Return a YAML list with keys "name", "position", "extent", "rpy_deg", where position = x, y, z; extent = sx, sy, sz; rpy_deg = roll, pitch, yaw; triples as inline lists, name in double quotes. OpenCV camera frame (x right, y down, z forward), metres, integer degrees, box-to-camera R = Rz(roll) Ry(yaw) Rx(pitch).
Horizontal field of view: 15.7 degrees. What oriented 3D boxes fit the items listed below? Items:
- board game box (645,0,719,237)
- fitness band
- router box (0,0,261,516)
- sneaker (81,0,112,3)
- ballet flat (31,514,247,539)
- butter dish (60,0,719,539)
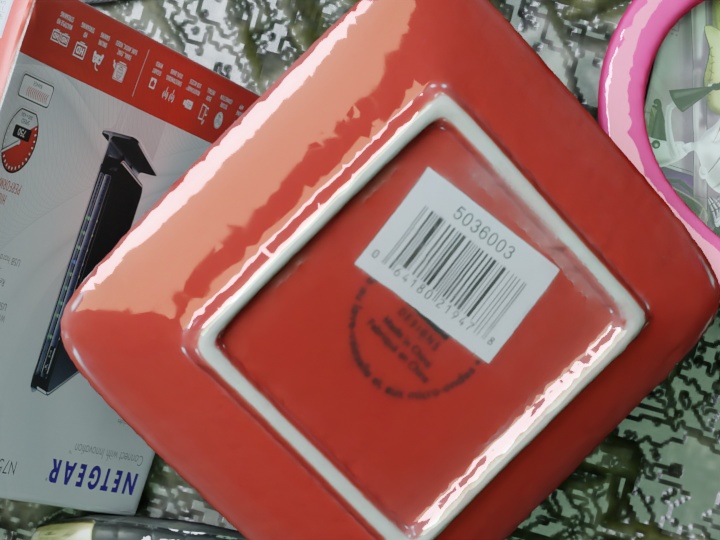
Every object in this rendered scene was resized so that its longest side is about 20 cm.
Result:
- name: "board game box"
  position: [0.181, -0.099, 1.053]
  extent: [0.120, 0.032, 0.201]
  rpy_deg: [13, 88, -1]
- name: "fitness band"
  position: [0.185, -0.044, 1.018]
  extent: [0.200, 0.037, 0.144]
  rpy_deg: [37, 88, 2]
- name: "router box"
  position: [-0.120, -0.005, 0.976]
  extent: [0.049, 0.200, 0.180]
  rpy_deg: [17, 88, 23]
- name: "sneaker"
  position: [-0.068, -0.196, 1.053]
  extent: [0.200, 0.078, 0.112]
  rpy_deg: [-32, 62, 16]
- name: "ballet flat"
  position: [-0.035, 0.136, 1.030]
  extent: [0.199, 0.066, 0.057]
  rpy_deg: [14, 81, 3]
- name: "butter dish"
  position: [0.000, 0.000, 1.000]
  extent: [0.199, 0.148, 0.200]
  rpy_deg: [-45, 116, -1]
